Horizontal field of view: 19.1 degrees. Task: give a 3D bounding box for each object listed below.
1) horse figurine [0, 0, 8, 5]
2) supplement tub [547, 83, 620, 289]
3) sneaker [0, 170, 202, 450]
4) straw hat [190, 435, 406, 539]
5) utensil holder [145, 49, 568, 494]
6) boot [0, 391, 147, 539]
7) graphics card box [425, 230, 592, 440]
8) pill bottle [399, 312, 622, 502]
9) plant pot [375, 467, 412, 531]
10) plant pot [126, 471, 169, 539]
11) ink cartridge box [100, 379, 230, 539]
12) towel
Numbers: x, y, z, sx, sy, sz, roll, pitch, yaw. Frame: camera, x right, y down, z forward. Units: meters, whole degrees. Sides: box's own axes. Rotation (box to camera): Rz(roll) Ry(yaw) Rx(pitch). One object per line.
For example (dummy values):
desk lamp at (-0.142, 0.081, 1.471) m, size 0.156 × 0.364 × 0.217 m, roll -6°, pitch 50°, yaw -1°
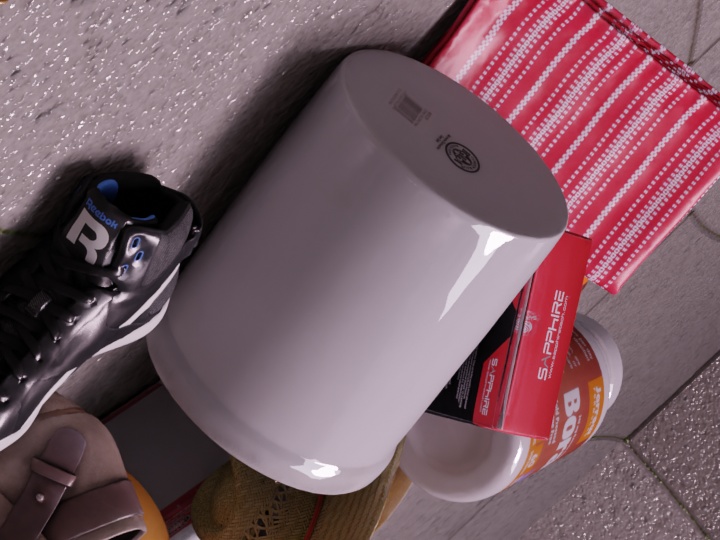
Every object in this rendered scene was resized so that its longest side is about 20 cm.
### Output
horse figurine at (-0.191, -0.064, 0.772) m, size 0.132 × 0.050 × 0.200 m, roll -33°, pitch -177°, yaw 43°
supplement tub at (0.114, -0.052, 1.387) m, size 0.107 × 0.107 × 0.200 m, roll -23°, pitch 136°, yaw -51°
sneaker at (-0.159, 0.011, 1.060) m, size 0.200 × 0.073 × 0.112 m, roll -39°, pitch 164°, yaw -44°
straw hat at (-0.057, 0.149, 1.330) m, size 0.201 × 0.085 × 0.201 m, roll -55°, pitch -168°, yaw 17°
utensil holder at (0.000, 0.000, 1.224) m, size 0.200 × 0.170 × 0.170 m, roll -51°, pitch 163°, yaw 26°
boot at (-0.215, 0.136, 1.094) m, size 0.200 × 0.146 × 0.070 m, roll -41°, pitch 167°, yaw -4°
graphics card box at (0.051, 0.027, 1.326) m, size 0.051 × 0.200 × 0.126 m, roll 14°, pitch 87°, yaw -37°
pill bottle at (0.109, 0.088, 1.521) m, size 0.112 × 0.112 × 0.200 m, roll -51°, pitch 163°, yaw 28°
plant pot at (0.022, 0.110, 1.650) m, size 0.200 × 0.027 × 0.200 m, roll -59°, pitch -166°, yaw 25°
plant pot at (-0.205, 0.197, 1.245) m, size 0.200 × 0.200 × 0.183 m, roll -54°, pitch 177°, yaw 37°
ink cartridge box at (-0.129, 0.150, 1.468) m, size 0.145 × 0.083 × 0.200 m, roll -35°, pitch 163°, yaw -26°
towel at (0.125, -0.089, 1.295) m, size 0.145 × 0.200 × 0.023 m, roll -49°, pitch -161°, yaw 18°
